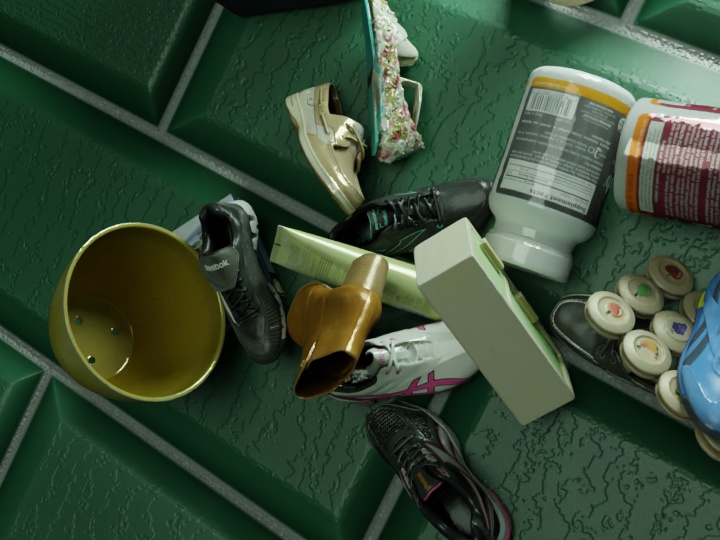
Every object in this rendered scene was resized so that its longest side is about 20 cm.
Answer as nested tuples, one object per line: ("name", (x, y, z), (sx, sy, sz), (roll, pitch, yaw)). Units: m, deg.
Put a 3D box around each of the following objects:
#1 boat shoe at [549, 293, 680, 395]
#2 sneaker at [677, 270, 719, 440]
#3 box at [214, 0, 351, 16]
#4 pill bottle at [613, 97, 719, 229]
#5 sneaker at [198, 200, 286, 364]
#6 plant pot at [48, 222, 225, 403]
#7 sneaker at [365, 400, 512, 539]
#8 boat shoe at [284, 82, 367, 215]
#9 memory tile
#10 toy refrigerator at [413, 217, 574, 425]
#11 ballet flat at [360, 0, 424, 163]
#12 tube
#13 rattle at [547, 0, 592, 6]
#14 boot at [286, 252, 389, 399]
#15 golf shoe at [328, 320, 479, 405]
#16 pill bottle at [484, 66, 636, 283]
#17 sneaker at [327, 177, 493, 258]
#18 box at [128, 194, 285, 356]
("boat shoe", (0.275, 0.078, 1.082), (0.200, 0.066, 0.072), (30, 95, 25))
("sneaker", (0.341, 0.061, 0.991), (0.066, 0.201, 0.079), (27, 139, -1))
("box", (-0.087, -0.423, 1.290), (0.198, 0.123, 0.201), (-1, 81, 26))
("pill bottle", (0.354, -0.096, 1.045), (0.198, 0.114, 0.115), (14, 88, 26))
("sneaker", (-0.142, 0.010, 1.228), (0.066, 0.090, 0.202), (-21, 75, 21))
("plant pot", (-0.274, 0.063, 1.244), (0.142, 0.199, 0.202), (-23, 71, 48))
("sneaker", (0.077, 0.213, 1.142), (0.200, 0.086, 0.081), (42, 98, 24))
("boat shoe", (-0.029, -0.147, 1.229), (0.069, 0.074, 0.201), (-30, 49, 7))
("memory tile", (0.315, 0.077, 1.030), (0.200, 0.153, 0.017), (50, 143, 21))
("toy refrigerator", (0.136, 0.051, 1.080), (0.070, 0.076, 0.200), (-30, 116, 17))
("ballet flat", (0.037, -0.221, 1.245), (0.063, 0.076, 0.202), (-4, 84, -7))
("tube", (0.000, 0.000, 1.181), (0.198, 0.052, 0.059), (17, 108, -2))
("rattle", (0.246, -0.360, 1.124), (0.198, 0.143, 0.131), (3, 65, 31))
("boot", (-0.045, 0.076, 1.139), (0.201, 0.070, 0.145), (-42, 19, 49))
("golf shoe", (0.048, 0.101, 1.170), (0.198, 0.092, 0.073), (-20, 74, 19))
("pill bottle", (0.198, -0.097, 1.116), (0.116, 0.116, 0.202), (19, 91, 26))
("sneaker", (0.055, -0.051, 1.196), (0.199, 0.079, 0.076), (-22, 74, 19))
("box", (-0.202, 0.018, 1.325), (0.199, 0.038, 0.138), (-30, 72, 18))
